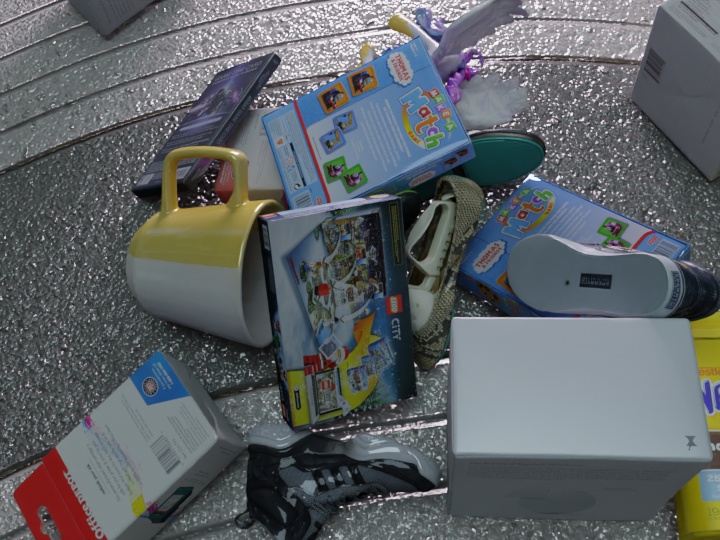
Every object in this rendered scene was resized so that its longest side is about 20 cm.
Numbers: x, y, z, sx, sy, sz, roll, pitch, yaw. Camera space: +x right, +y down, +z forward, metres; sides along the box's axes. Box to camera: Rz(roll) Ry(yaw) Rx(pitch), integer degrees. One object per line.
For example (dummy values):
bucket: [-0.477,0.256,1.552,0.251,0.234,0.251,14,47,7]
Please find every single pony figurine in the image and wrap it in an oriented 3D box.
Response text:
pony figurine: [0.095,-0.241,0.954,0.190,0.168,0.201,-27,44,-6]

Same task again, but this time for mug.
mug: [-0.161,-0.020,0.857,0.150,0.149,0.191,4,76,17]

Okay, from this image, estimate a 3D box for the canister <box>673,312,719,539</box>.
canister: [0.360,0.150,0.750,0.145,0.087,0.204,0,64,6]

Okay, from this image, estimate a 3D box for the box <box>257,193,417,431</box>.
box: [-0.019,0.038,0.766,0.134,0.205,0.038,-11,15,-22]

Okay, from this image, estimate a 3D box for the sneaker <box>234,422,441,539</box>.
sneaker: [-0.024,0.217,0.760,0.195,0.076,0.116,5,64,15]

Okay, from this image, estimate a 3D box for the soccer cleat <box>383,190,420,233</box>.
soccer cleat: [0.000,0.000,0.836,0.200,0.067,0.082,-44,63,24]

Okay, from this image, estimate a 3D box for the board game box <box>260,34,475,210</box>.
board game box: [0.004,-0.142,0.846,0.197,0.037,0.154,-25,62,9]

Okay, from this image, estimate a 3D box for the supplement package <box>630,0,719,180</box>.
supplement package: [0.445,-0.242,0.906,0.197,0.153,0.152,-29,63,-10]

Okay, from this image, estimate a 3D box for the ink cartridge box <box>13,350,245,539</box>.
ink cartridge box: [-0.226,0.194,0.778,0.200,0.067,0.116,-43,65,-1]

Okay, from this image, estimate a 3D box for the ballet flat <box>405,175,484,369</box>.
ballet flat: [0.070,-0.002,0.825,0.067,0.074,0.204,18,92,50]

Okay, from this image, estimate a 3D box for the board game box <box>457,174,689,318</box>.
board game box: [0.214,-0.007,0.836,0.151,0.037,0.199,-45,51,-16]

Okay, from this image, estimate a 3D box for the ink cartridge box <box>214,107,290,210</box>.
ink cartridge box: [-0.058,-0.125,0.924,0.195,0.068,0.119,1,62,18]

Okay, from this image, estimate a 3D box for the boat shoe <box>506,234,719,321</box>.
boat shoe: [0.229,0.013,0.739,0.089,0.199,0.073,9,93,-33]

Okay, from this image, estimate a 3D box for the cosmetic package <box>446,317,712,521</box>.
cosmetic package: [0.175,0.137,0.708,0.194,0.201,0.125,0,62,5]

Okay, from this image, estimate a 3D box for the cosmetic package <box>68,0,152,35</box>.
cosmetic package: [-0.329,-0.468,1.060,0.200,0.200,0.123,-42,67,-17]

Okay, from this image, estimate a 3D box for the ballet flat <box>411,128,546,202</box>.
ballet flat: [0.112,-0.128,0.915,0.196,0.073,0.075,-16,60,15]

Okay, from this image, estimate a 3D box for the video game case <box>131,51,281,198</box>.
video game case: [-0.186,-0.173,0.959,0.141,0.019,0.202,0,53,51]
